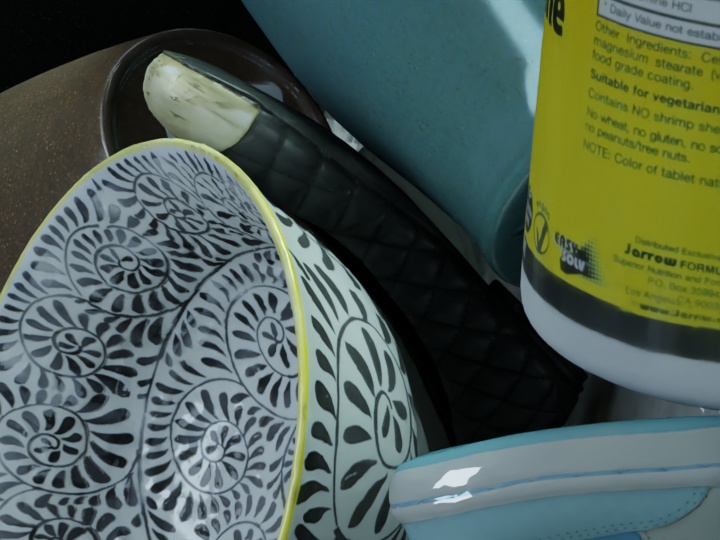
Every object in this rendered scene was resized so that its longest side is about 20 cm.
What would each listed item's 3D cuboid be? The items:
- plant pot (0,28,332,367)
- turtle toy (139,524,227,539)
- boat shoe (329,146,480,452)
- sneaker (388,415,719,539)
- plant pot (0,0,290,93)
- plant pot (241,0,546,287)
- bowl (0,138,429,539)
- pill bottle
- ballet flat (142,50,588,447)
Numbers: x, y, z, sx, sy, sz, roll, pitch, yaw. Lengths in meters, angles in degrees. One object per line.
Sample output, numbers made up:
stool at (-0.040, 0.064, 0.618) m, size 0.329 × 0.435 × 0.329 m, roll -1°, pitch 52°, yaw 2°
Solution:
plant pot at (-0.094, 0.000, 0.957) m, size 0.200 × 0.187 × 0.187 m, roll -41°, pitch 46°, yaw 48°
turtle toy at (-0.079, 0.174, 0.914) m, size 0.101 × 0.146 × 0.200 m, roll -115°, pitch 47°, yaw -84°
boat shoe at (0.006, 0.049, 0.939) m, size 0.062 × 0.073 × 0.200 m, roll -25°, pitch 62°, yaw 38°
sneaker at (0.102, 0.108, 0.709) m, size 0.080 × 0.200 × 0.131 m, roll 158°, pitch 114°, yaw -64°
plant pot at (-0.135, -0.165, 1.044) m, size 0.200 × 0.177 × 0.200 m, roll 91°, pitch 162°, yaw -49°
plant pot at (0.059, -0.105, 0.853) m, size 0.200 × 0.200 × 0.188 m, roll -45°, pitch 59°, yaw 29°
bowl at (-0.041, 0.067, 0.812) m, size 0.201 × 0.094 × 0.201 m, roll -24°, pitch 59°, yaw 48°
pill bottle at (0.105, -0.074, 0.691) m, size 0.112 × 0.112 × 0.200 m, roll 36°, pitch 129°, yaw 50°
ballet flat at (0.000, 0.000, 0.852) m, size 0.057 × 0.200 × 0.066 m, roll -47°, pitch 28°, yaw 1°
